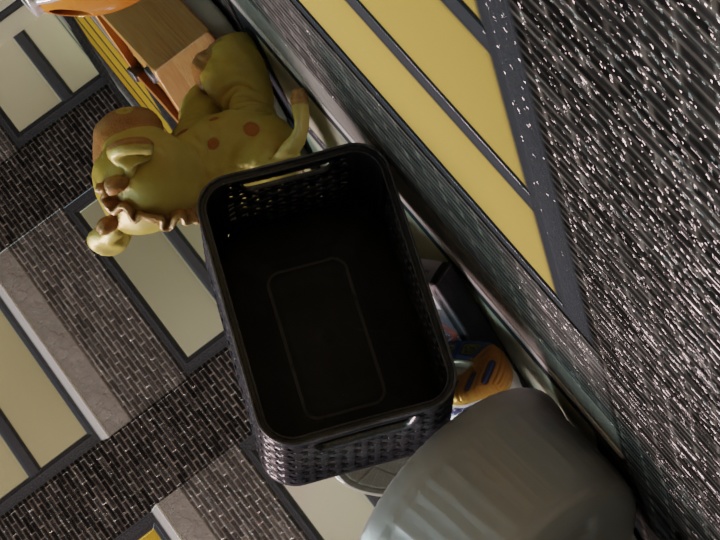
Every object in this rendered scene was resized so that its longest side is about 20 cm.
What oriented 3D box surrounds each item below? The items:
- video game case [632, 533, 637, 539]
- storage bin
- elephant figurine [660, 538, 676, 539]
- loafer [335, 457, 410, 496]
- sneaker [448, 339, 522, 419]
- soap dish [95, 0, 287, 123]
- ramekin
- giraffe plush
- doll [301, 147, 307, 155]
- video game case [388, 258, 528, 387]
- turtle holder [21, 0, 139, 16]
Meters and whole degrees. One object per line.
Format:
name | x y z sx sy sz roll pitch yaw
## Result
video game case | 0.186 0.206 1.608 0.200 0.023 0.182 47 172 47
storage bin | -0.024 0.030 1.337 0.094 0.135 0.200 90 164 -66
elephant figurine | 0.166 0.283 1.309 0.155 0.200 0.142 52 174 14
loafer | 0.073 0.156 1.504 0.200 0.072 0.063 14 175 -5
sneaker | 0.040 0.098 1.451 0.200 0.075 0.088 7 143 45
soap dish | -0.158 -0.191 1.690 0.200 0.081 0.157 47 172 41
ramekin | 0.098 0.190 1.356 0.098 0.200 0.200 40 169 32
giraffe plush | -0.137 -0.078 1.510 0.200 0.162 0.173 38 135 55
doll | -0.019 -0.028 1.720 0.200 0.048 0.136 53 -175 3
video game case | 0.037 0.058 1.500 0.181 0.026 0.200 9 143 42
turtle holder | -0.211 -0.264 1.383 0.186 0.132 0.141 55 175 -29
